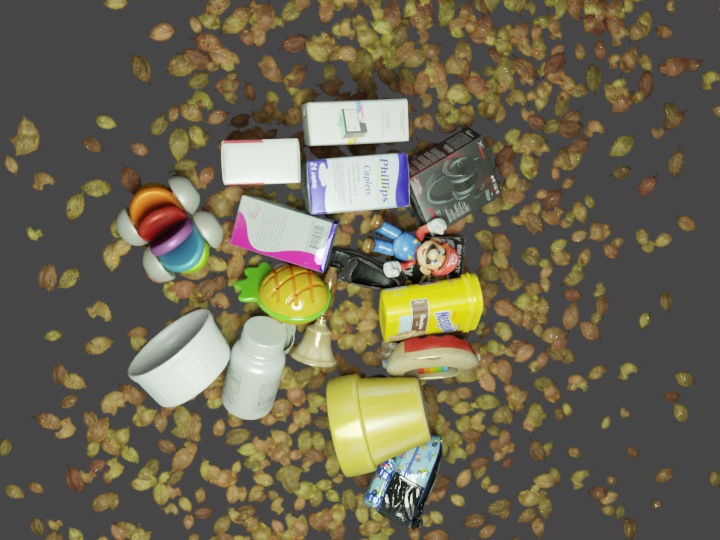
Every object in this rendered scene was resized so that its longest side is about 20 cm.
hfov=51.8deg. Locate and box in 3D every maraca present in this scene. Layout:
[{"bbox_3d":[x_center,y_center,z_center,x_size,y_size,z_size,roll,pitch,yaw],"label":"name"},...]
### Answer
[{"bbox_3d":[-0.156,0.042,1.500,0.197,0.138,0.108,17,133,12],"label":"maraca"}]

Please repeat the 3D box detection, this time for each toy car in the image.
[{"bbox_3d":[-0.376,-0.079,1.460,0.174,0.150,0.201,-34,103,-3],"label":"toy car"}]

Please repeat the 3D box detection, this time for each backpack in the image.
[{"bbox_3d":[0.100,0.438,1.619,0.133,0.183,0.203,23,81,4],"label":"backpack"}]

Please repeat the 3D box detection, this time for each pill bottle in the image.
[{"bbox_3d":[-0.214,0.197,1.516,0.112,0.115,0.202,12,125,-11],"label":"pill bottle"}]

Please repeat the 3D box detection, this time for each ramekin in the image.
[{"bbox_3d":[-0.357,0.179,1.488,0.199,0.201,0.098,-34,110,-2],"label":"ramekin"}]

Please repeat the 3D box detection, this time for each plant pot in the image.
[{"bbox_3d":[0.043,0.303,1.515,0.186,0.201,0.204,-12,102,5],"label":"plant pot"}]

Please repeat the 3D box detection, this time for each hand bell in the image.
[{"bbox_3d":[-0.080,0.089,1.558,0.102,0.104,0.203,10,100,-11],"label":"hand bell"}]

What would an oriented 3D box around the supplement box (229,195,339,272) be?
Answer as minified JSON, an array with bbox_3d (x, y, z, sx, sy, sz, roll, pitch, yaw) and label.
[{"bbox_3d":[-0.152,-0.077,1.505,0.197,0.103,0.103,17,97,-1],"label":"supplement box"}]

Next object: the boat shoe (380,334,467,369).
[{"bbox_3d":[0.141,0.164,1.628,0.197,0.072,0.074,-12,100,-7],"label":"boat shoe"}]

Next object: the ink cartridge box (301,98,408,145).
[{"bbox_3d":[-0.014,-0.296,1.486,0.196,0.145,0.086,-4,100,-9],"label":"ink cartridge box"}]

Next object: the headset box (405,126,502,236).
[{"bbox_3d":[0.179,-0.181,1.554,0.198,0.077,0.150,-30,121,-5],"label":"headset box"}]

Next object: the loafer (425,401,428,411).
[{"bbox_3d":[0.060,0.319,1.642,0.196,0.068,0.077,-5,101,-8],"label":"loafer"}]

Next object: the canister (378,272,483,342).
[{"bbox_3d":[0.141,0.080,1.533,0.196,0.149,0.088,-9,62,-5],"label":"canister"}]

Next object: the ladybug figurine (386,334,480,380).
[{"bbox_3d":[0.150,0.179,1.543,0.196,0.136,0.073,-4,65,4],"label":"ladybug figurine"}]

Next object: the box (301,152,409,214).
[{"bbox_3d":[-0.015,-0.174,1.487,0.196,0.184,0.107,-6,98,-8],"label":"box"}]

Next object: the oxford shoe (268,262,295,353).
[{"bbox_3d":[-0.164,0.086,1.572,0.074,0.058,0.204,5,96,-6],"label":"oxford shoe"}]

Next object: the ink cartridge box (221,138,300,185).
[{"bbox_3d":[-0.195,-0.211,1.443,0.145,0.200,0.087,-4,100,-9],"label":"ink cartridge box"}]

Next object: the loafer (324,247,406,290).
[{"bbox_3d":[0.000,0.000,1.557,0.197,0.063,0.073,16,101,6],"label":"loafer"}]

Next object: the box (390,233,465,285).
[{"bbox_3d":[0.144,0.022,1.617,0.157,0.049,0.204,2,100,-8],"label":"box"}]

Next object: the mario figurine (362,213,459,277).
[{"bbox_3d":[0.109,-0.049,1.516,0.197,0.107,0.125,18,127,-2],"label":"mario figurine"}]
